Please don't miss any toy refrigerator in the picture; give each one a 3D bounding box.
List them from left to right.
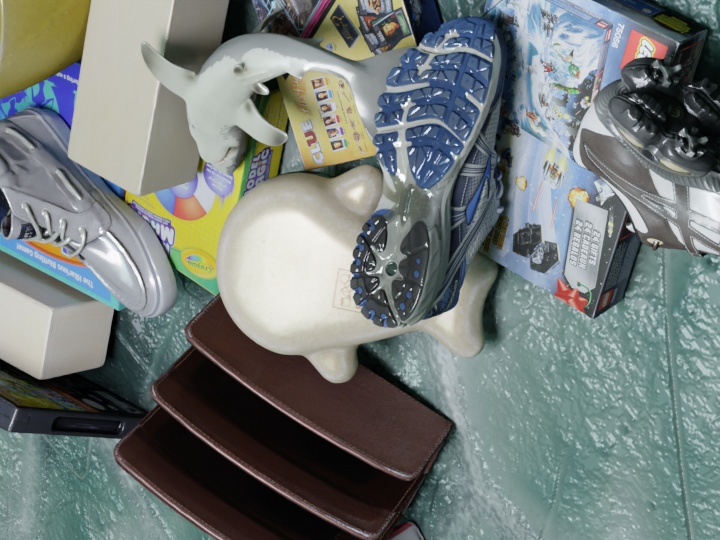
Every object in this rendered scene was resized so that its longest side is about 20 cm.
[{"bbox_3d":[-0.311,0.025,1.501,0.199,0.076,0.070,23,109,31],"label":"toy refrigerator"},{"bbox_3d":[-0.144,-0.163,1.238,0.076,0.070,0.201,27,119,28],"label":"toy refrigerator"}]

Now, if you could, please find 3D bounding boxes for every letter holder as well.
[{"bbox_3d":[-0.059,0.126,1.266,0.199,0.142,0.101,32,127,8],"label":"letter holder"}]

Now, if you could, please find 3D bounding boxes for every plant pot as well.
[{"bbox_3d":[-0.236,-0.229,1.277,0.200,0.141,0.201,29,125,52],"label":"plant pot"}]

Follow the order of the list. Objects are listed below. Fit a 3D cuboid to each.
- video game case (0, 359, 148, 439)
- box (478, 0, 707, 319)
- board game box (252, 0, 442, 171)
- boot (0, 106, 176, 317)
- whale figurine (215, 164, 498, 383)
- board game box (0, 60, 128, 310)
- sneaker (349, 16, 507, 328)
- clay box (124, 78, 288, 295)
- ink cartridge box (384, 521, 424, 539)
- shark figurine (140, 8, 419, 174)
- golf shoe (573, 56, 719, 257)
[{"bbox_3d":[-0.297,0.094,1.470,0.199,0.180,0.026,23,95,32],"label":"video game case"},{"bbox_3d":[0.128,-0.087,1.112,0.137,0.040,0.201,32,127,27],"label":"box"},{"bbox_3d":[-0.011,-0.177,1.196,0.135,0.035,0.201,-8,103,42],"label":"board game box"},{"bbox_3d":[-0.233,-0.033,1.346,0.200,0.095,0.074,50,134,12],"label":"boot"},{"bbox_3d":[0.000,0.000,1.238,0.199,0.104,0.160,11,106,11],"label":"whale figurine"},{"bbox_3d":[-0.233,-0.087,1.422,0.152,0.045,0.201,23,123,32],"label":"board game box"},{"bbox_3d":[0.053,-0.062,1.112,0.077,0.085,0.201,23,100,35],"label":"sneaker"},{"bbox_3d":[-0.121,-0.070,1.330,0.115,0.047,0.201,31,125,28],"label":"clay box"},{"bbox_3d":[-0.046,0.282,1.351,0.200,0.147,0.086,-34,84,45],"label":"ink cartridge box"},{"bbox_3d":[-0.055,-0.143,1.172,0.214,0.090,0.128,-12,128,47],"label":"shark figurine"},{"bbox_3d":[0.213,-0.039,1.028,0.200,0.078,0.094,41,145,-3],"label":"golf shoe"}]
